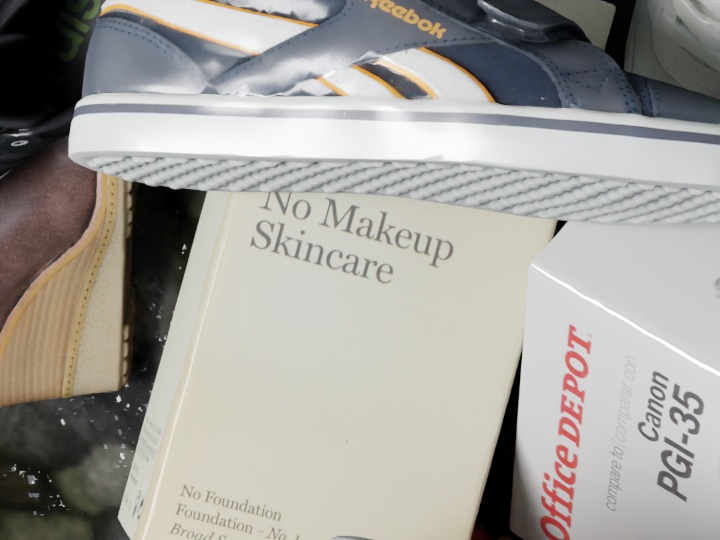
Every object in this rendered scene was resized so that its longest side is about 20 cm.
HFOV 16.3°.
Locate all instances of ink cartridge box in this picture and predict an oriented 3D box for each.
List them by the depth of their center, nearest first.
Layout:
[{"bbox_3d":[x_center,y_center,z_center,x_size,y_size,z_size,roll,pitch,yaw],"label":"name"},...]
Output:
[{"bbox_3d":[0.147,0.064,0.745,0.200,0.083,0.147,31,147,23],"label":"ink cartridge box"}]

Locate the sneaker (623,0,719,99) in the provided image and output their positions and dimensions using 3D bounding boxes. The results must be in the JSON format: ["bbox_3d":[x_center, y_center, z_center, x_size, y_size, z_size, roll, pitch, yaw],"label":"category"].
[{"bbox_3d":[0.118,-0.104,0.737,0.076,0.081,0.200,31,123,21],"label":"sneaker"}]

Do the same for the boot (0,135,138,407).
[{"bbox_3d":[-0.164,-0.036,0.927,0.166,0.072,0.200,5,121,-2],"label":"boot"}]

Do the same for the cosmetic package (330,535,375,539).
[{"bbox_3d":[0.042,0.184,0.713,0.165,0.200,0.165,11,73,-6],"label":"cosmetic package"}]

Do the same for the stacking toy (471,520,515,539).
[{"bbox_3d":[0.029,0.133,0.872,0.200,0.146,0.146,16,116,14],"label":"stacking toy"}]

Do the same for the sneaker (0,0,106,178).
[{"bbox_3d":[-0.124,-0.069,0.834,0.200,0.083,0.072,-26,94,24],"label":"sneaker"}]

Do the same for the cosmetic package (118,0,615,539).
[{"bbox_3d":[0.000,0.000,0.790,0.103,0.073,0.200,15,90,-10],"label":"cosmetic package"}]

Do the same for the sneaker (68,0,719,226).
[{"bbox_3d":[0.018,-0.059,0.695,0.200,0.078,0.079,6,80,14],"label":"sneaker"}]
